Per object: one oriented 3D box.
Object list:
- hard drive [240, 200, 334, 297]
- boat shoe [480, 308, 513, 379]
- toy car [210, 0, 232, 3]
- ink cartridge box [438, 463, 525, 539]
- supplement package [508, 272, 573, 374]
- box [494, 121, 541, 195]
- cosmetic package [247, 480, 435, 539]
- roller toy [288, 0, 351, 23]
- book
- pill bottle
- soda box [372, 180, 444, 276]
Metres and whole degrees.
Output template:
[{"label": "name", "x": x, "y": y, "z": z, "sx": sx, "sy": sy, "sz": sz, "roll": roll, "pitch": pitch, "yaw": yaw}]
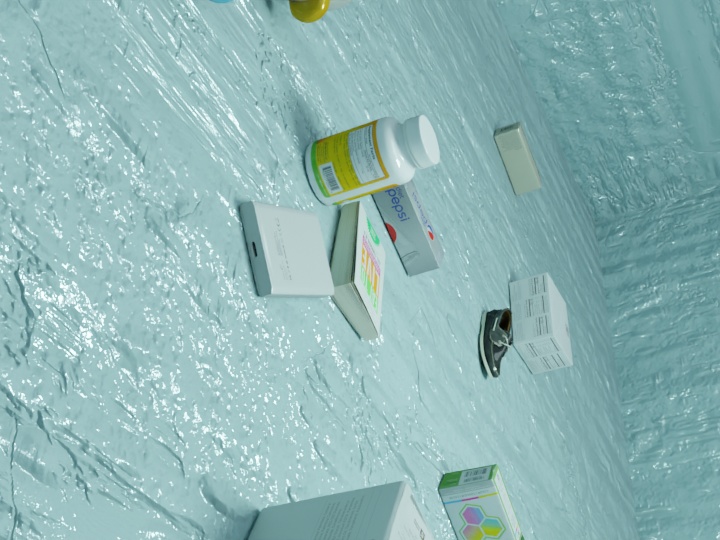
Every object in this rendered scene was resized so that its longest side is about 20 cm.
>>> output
[{"label": "hard drive", "x": -0.102, "y": -0.027, "z": 1.445, "sx": 0.200, "sy": 0.026, "sz": 0.132, "roll": 5, "pitch": 71, "yaw": -67}, {"label": "boat shoe", "x": 0.310, "y": 0.161, "z": 2.260, "sx": 0.200, "sy": 0.067, "sz": 0.072, "roll": -77, "pitch": 146, "yaw": -48}, {"label": "toy car", "x": -0.199, "y": -0.461, "z": 1.375, "sx": 0.150, "sy": 0.174, "sz": 0.201, "roll": 140, "pitch": -62, "yaw": -74}, {"label": "ink cartridge box", "x": 0.226, "y": 0.456, "z": 1.804, "sx": 0.201, "sy": 0.103, "sz": 0.059, "roll": 69, "pitch": 23, "yaw": -14}, {"label": "supplement package", "x": 0.467, "y": 0.138, "z": 2.592, "sx": 0.156, "sy": 0.111, "sz": 0.201, "roll": 51, "pitch": 32, "yaw": -43}, {"label": "box", "x": 0.467, "y": -0.330, "z": 2.955, "sx": 0.068, "sy": 0.082, "sz": 0.201, "roll": -65, "pitch": 136, "yaw": -60}, {"label": "cosmetic package", "x": -0.021, "y": 0.369, "z": 1.137, "sx": 0.168, "sy": 0.199, "sz": 0.166, "roll": 65, "pitch": 24, "yaw": -21}, {"label": "roller toy", "x": -0.081, "y": -0.524, "z": 1.633, "sx": 0.182, "sy": 0.200, "sz": 0.140, "roll": 42, "pitch": 16, "yaw": 15}, {"label": "book", "x": 0.000, "y": 0.000, "z": 1.660, "sx": 0.200, "sy": 0.048, "sz": 0.134, "roll": -85, "pitch": 154, "yaw": -46}, {"label": "pill bottle", "x": 0.021, "y": -0.183, "z": 1.615, "sx": 0.111, "sy": 0.199, "sz": 0.111, "roll": 48, "pitch": 33, "yaw": -48}, {"label": "soda box", "x": 0.090, "y": -0.092, "z": 1.897, "sx": 0.064, "sy": 0.068, "sz": 0.201, "roll": -67, "pitch": 137, "yaw": -59}]
